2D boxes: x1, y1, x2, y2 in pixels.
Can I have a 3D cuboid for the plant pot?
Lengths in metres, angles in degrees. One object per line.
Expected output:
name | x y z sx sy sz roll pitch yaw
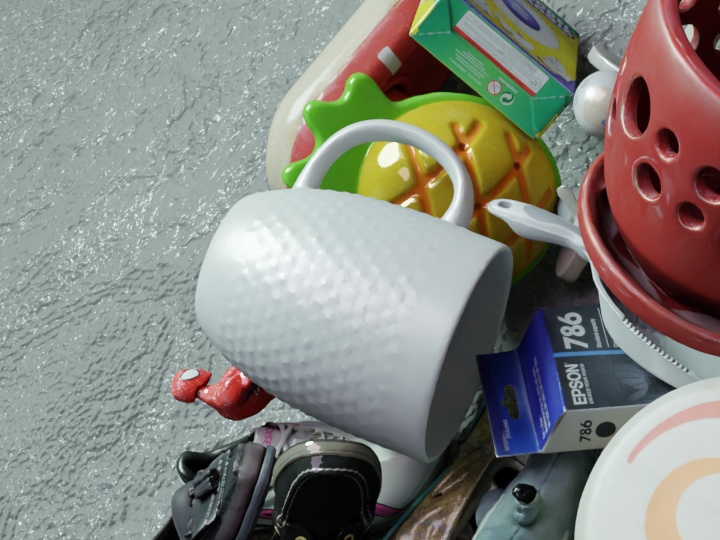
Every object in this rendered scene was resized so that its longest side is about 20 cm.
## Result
plant pot | 0.232 -0.066 1.427 0.183 0.199 0.201 115 155 -43

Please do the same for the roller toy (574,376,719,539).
roller toy | 0.225 0.166 1.411 0.199 0.140 0.184 -15 60 23

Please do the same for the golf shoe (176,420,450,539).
golf shoe | -0.034 0.139 1.681 0.199 0.092 0.073 -17 48 27

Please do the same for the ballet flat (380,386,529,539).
ballet flat | 0.088 0.135 1.611 0.071 0.071 0.200 29 79 47

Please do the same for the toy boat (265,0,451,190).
toy boat | 0.025 -0.107 1.814 0.131 0.131 0.200 38 86 19

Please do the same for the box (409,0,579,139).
box | 0.098 -0.169 1.725 0.048 0.117 0.200 -48 9 17

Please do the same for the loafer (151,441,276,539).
loafer | -0.110 0.176 1.655 0.200 0.063 0.072 117 172 -50

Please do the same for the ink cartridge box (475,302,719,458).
ink cartridge box | 0.175 0.063 1.523 0.198 0.039 0.100 -6 40 -4

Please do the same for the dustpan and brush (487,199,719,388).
dustpan and brush | 0.170 0.003 1.518 0.199 0.058 0.140 16 41 19

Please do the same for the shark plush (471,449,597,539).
shark plush | 0.088 0.154 1.495 0.091 0.200 0.084 32 126 26

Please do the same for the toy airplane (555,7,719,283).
toy airplane | 0.196 -0.105 1.635 0.199 0.140 0.202 -21 59 52

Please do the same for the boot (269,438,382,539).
boot | -0.026 0.210 1.572 0.073 0.200 0.152 5 57 -9

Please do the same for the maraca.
maraca | 0.045 -0.057 1.663 0.107 0.199 0.138 -161 89 -72

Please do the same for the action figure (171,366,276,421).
action figure | -0.031 0.053 1.671 0.198 0.065 0.100 -4 72 0

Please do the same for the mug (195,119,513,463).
mug | 0.000 0.000 1.575 0.174 0.148 0.201 21 82 14
